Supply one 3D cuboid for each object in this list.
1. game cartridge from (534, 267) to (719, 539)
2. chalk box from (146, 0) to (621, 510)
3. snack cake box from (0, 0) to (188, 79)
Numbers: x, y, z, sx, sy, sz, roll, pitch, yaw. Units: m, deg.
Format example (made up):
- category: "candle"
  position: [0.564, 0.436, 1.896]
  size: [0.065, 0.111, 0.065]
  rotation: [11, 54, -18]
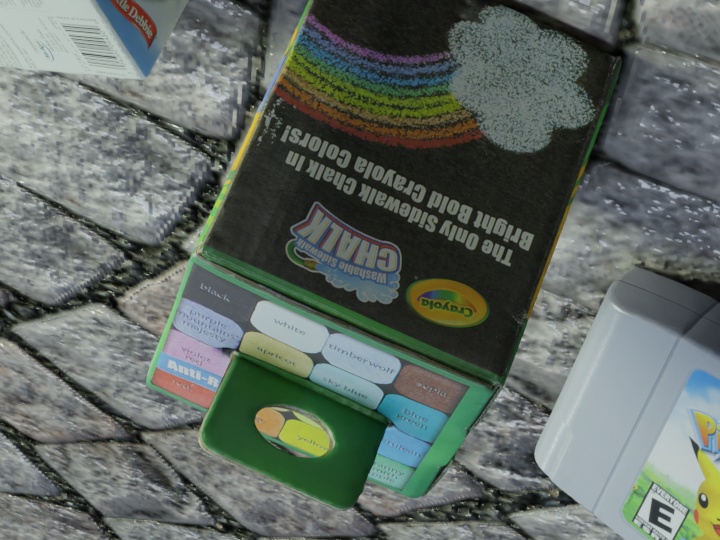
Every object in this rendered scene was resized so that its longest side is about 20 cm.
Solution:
- category: "game cartridge"
  position: [0.172, 0.093, 1.110]
  size: [0.200, 0.040, 0.134]
  rotation: [37, 134, 17]
- category: "chalk box"
  position: [0.000, 0.000, 0.993]
  size: [0.124, 0.200, 0.124]
  rotation: [25, 153, -2]
- category: "snack cake box"
  position: [-0.154, -0.161, 0.973]
  size: [0.115, 0.067, 0.200]
  rotation: [9, 149, 30]
